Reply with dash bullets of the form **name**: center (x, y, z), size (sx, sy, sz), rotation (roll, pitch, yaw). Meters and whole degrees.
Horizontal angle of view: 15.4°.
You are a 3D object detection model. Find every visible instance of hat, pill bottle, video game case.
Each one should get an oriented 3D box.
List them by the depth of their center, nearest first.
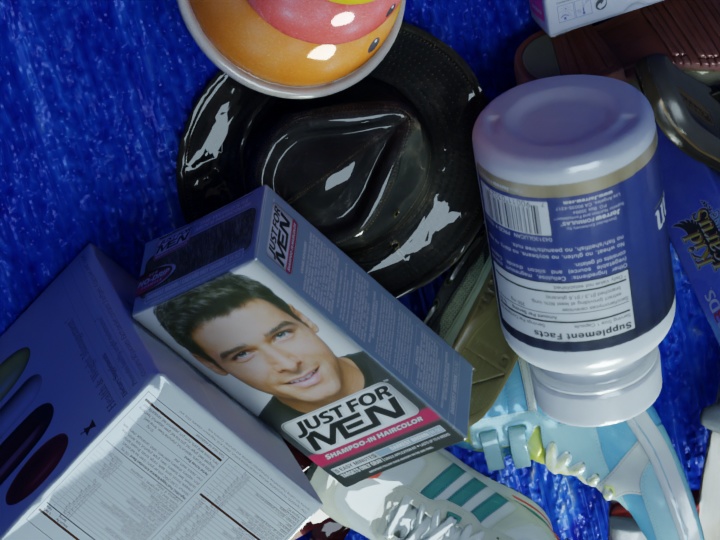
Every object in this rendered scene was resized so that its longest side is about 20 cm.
- **hat**: center (-0.012, -0.066, 1.593), size (0.199, 0.081, 0.202), rotation (0, 87, -2)
- **pill bottle**: center (0.134, -0.008, 1.621), size (0.110, 0.111, 0.201), rotation (-18, 123, -11)
- **video game case**: center (0.257, 0.016, 1.675), size (0.045, 0.201, 0.181), rotation (-35, 138, 17)

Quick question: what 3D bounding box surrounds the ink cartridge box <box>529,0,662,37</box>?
- **ink cartridge box**: center (0.150, -0.254, 1.625), size (0.119, 0.042, 0.201), rotation (-18, 121, -11)

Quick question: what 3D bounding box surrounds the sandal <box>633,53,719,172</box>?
- **sandal**: center (0.241, -0.089, 1.655), size (0.055, 0.082, 0.200), rotation (-38, 136, 21)

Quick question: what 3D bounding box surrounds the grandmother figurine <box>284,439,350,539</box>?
- **grandmother figurine**: center (-0.046, 0.154, 1.737), size (0.199, 0.061, 0.122), rotation (-29, 138, -3)

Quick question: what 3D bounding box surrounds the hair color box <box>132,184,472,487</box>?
- **hair color box**: center (-0.032, 0.043, 1.586), size (0.099, 0.061, 0.200), rotation (-24, 130, 32)

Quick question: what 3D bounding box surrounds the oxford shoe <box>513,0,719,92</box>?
- **oxford shoe**: center (0.188, -0.128, 1.694), size (0.199, 0.071, 0.074), rotation (-10, 139, -12)

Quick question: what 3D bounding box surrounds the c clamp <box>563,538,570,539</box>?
- **c clamp**: center (0.077, 0.253, 1.796), size (0.171, 0.027, 0.200), rotation (36, 97, 4)

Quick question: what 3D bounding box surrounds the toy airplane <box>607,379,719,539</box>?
- **toy airplane**: center (0.262, 0.177, 1.809), size (0.199, 0.141, 0.200), rotation (-43, 110, -4)

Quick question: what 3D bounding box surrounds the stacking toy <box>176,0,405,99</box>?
- **stacking toy**: center (-0.013, -0.186, 1.488), size (0.145, 0.200, 0.147), rotation (4, 79, -20)

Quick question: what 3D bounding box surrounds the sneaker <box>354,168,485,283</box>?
- **sneaker**: center (0.000, 0.000, 1.675), size (0.200, 0.072, 0.073), rotation (-36, 130, 3)

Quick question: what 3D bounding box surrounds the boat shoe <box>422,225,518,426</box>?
- **boat shoe**: center (0.086, 0.004, 1.708), size (0.072, 0.066, 0.202), rotation (37, 79, -43)

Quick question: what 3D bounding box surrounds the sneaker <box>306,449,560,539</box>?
- **sneaker**: center (0.059, 0.165, 1.698), size (0.199, 0.093, 0.071), rotation (27, 102, -29)

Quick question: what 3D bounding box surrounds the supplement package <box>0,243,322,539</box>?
- **supplement package**: center (-0.162, 0.130, 1.605), size (0.200, 0.191, 0.147), rotation (-46, 120, 5)

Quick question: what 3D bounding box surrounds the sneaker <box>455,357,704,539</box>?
- **sneaker**: center (0.136, 0.122, 1.745), size (0.130, 0.080, 0.201), rotation (-26, 80, 1)
